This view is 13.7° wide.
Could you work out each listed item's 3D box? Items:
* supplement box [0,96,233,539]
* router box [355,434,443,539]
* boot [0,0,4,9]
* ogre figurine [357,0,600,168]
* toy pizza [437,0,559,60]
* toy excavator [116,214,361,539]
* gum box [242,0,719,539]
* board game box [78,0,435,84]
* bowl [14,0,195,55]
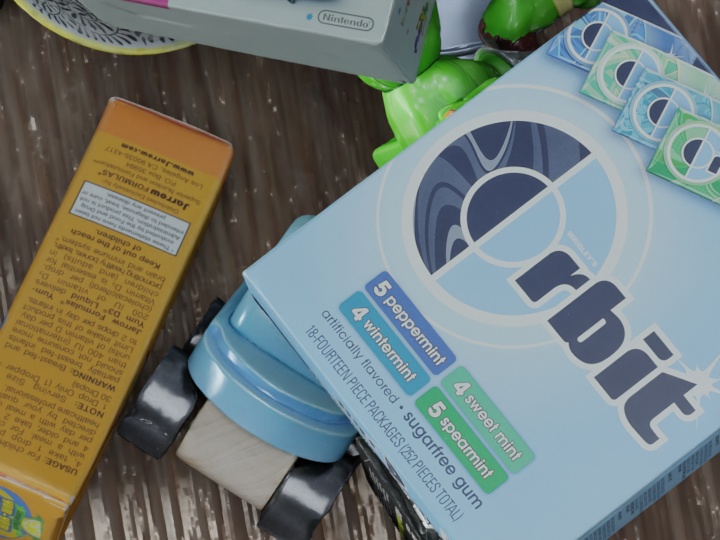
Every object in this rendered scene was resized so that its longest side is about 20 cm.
[{"bbox_3d":[-0.123,0.024,1.329,0.069,0.067,0.200,22,58,-2],"label":"supplement box"},{"bbox_3d":[0.078,0.068,1.307,0.150,0.200,0.062,-33,81,-4],"label":"router box"},{"bbox_3d":[-0.256,-0.182,1.376,0.200,0.072,0.144,10,88,-5],"label":"boot"},{"bbox_3d":[0.068,-0.077,1.297,0.120,0.098,0.200,-35,120,-16],"label":"ogre figurine"},{"bbox_3d":[0.028,-0.192,1.335,0.200,0.032,0.200,-1,98,-6],"label":"toy pizza"},{"bbox_3d":[0.000,0.000,1.350,0.100,0.194,0.200,34,114,0],"label":"toy excavator"},{"bbox_3d":[0.083,0.009,1.193,0.200,0.045,0.170,-37,74,-6],"label":"gum box"},{"bbox_3d":[-0.026,-0.192,1.254,0.148,0.064,0.200,12,80,18],"label":"board game box"},{"bbox_3d":[-0.123,-0.199,1.337,0.201,0.094,0.201,-5,99,-38],"label":"bowl"}]
